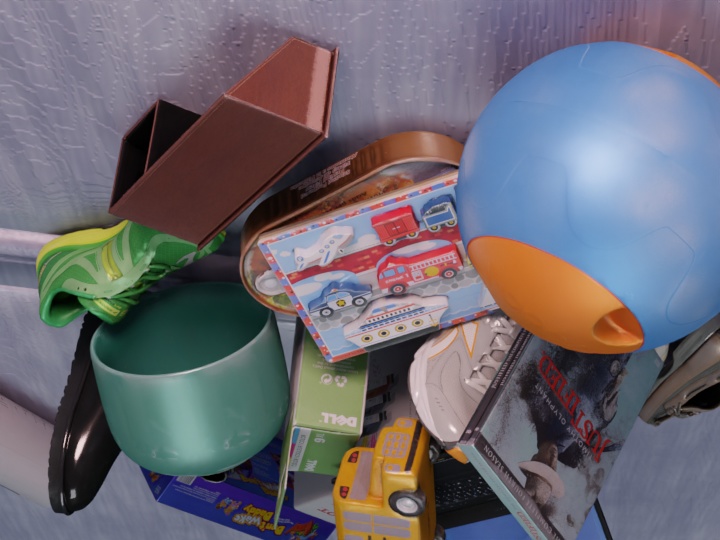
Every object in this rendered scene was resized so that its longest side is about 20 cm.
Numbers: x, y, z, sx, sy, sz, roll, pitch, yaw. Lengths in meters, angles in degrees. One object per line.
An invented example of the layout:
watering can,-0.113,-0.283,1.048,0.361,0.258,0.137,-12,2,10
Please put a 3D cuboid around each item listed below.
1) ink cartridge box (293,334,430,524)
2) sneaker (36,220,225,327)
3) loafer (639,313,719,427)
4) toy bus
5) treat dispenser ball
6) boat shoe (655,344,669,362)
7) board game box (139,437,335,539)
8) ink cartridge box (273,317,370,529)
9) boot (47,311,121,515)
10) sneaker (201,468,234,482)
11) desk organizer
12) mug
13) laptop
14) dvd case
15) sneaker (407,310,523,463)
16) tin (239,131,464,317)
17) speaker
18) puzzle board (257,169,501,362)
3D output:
ink cartridge box,0.058,0.146,1.615,0.199,0.145,0.145,-21,145,39
sneaker,-0.182,0.001,1.429,0.199,0.084,0.074,-20,144,38
loafer,0.291,0.097,1.551,0.063,0.072,0.200,47,153,14
toy bus,0.024,0.206,1.447,0.078,0.065,0.201,6,133,12
treat dispenser ball,0.161,-0.047,1.160,0.200,0.202,0.201,3,153,2
boat shoe,0.163,0.049,1.500,0.199,0.074,0.069,-4,151,-6
board game box,-0.130,0.195,1.752,0.199,0.135,0.045,27,108,-37
ink cartridge box,-0.029,0.106,1.486,0.059,0.201,0.104,9,153,-5
boot,-0.174,0.123,1.556,0.161,0.199,0.073,7,157,7
sneaker,-0.134,0.152,1.683,0.075,0.116,0.201,-4,155,15
desk organizer,-0.099,-0.093,1.249,0.077,0.072,0.200,20,149,-24
mug,-0.132,0.087,1.461,0.151,0.185,0.115,-7,116,8
laptop,0.103,0.225,1.492,0.177,0.104,0.200,-18,150,29
dvd case,0.160,0.102,1.396,0.022,0.200,0.146,0,137,46
sneaker,0.097,0.057,1.396,0.092,0.201,0.076,-28,125,32
tin,0.002,-0.033,1.331,0.199,0.042,0.112,-26,129,19
speaker,-0.359,0.168,1.788,0.081,0.082,0.200,-11,150,27
puzzle board,0.043,-0.003,1.331,0.199,0.017,0.151,-17,135,11
